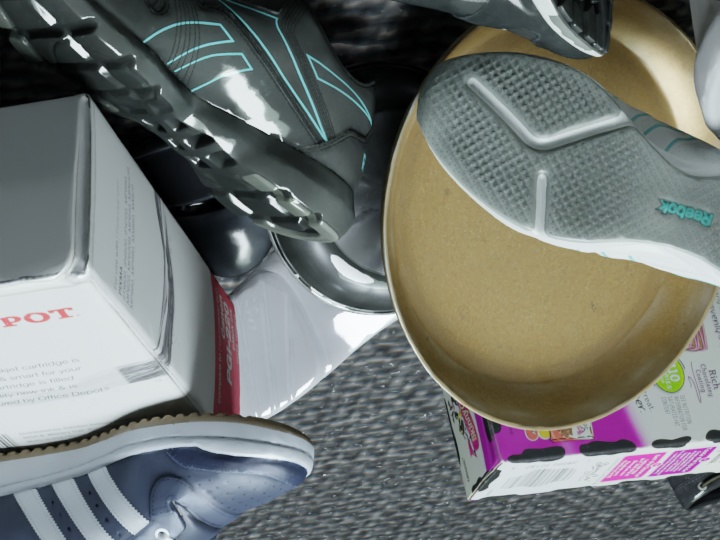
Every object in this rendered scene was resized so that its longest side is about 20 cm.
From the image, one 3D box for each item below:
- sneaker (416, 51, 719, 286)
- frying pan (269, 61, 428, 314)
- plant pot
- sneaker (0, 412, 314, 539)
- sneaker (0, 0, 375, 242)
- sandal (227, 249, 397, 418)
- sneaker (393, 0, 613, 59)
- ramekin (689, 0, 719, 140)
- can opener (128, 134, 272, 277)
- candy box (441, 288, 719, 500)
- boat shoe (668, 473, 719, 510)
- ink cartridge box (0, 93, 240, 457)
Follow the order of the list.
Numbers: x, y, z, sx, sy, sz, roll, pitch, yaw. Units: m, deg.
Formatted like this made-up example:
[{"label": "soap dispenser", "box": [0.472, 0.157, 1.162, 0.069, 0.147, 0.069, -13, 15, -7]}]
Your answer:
[{"label": "sneaker", "box": [0.115, -0.033, 0.817, 0.199, 0.071, 0.080, 23, 179, -3]}, {"label": "frying pan", "box": [0.045, -0.025, 0.887, 0.189, 0.116, 0.031, 20, 179, -21]}, {"label": "plant pot", "box": [0.088, -0.028, 0.871, 0.199, 0.201, 0.027, 4, -174, -32]}, {"label": "sneaker", "box": [-0.110, 0.130, 0.829, 0.199, 0.109, 0.070, -12, 153, 21]}, {"label": "sneaker", "box": [-0.069, -0.090, 0.777, 0.075, 0.080, 0.200, 8, 156, 49]}, {"label": "sandal", "box": [-0.006, -0.006, 0.950, 0.206, 0.079, 0.059, -37, -170, 5]}, {"label": "sneaker", "box": [0.026, -0.136, 0.741, 0.087, 0.076, 0.200, -11, 155, 32]}, {"label": "ramekin", "box": [0.226, -0.134, 0.793, 0.201, 0.095, 0.203, -11, 154, -5]}, {"label": "can opener", "box": [-0.116, -0.018, 0.918, 0.199, 0.079, 0.063, -19, -167, 19]}, {"label": "candy box", "box": [0.143, 0.046, 1.065, 0.199, 0.137, 0.061, -4, 155, -18]}, {"label": "boat shoe", "box": [0.319, 0.141, 1.421, 0.199, 0.067, 0.070, -5, 153, -17]}, {"label": "ink cartridge box", "box": [-0.148, 0.017, 0.818, 0.145, 0.085, 0.200, -8, 154, 11]}]
